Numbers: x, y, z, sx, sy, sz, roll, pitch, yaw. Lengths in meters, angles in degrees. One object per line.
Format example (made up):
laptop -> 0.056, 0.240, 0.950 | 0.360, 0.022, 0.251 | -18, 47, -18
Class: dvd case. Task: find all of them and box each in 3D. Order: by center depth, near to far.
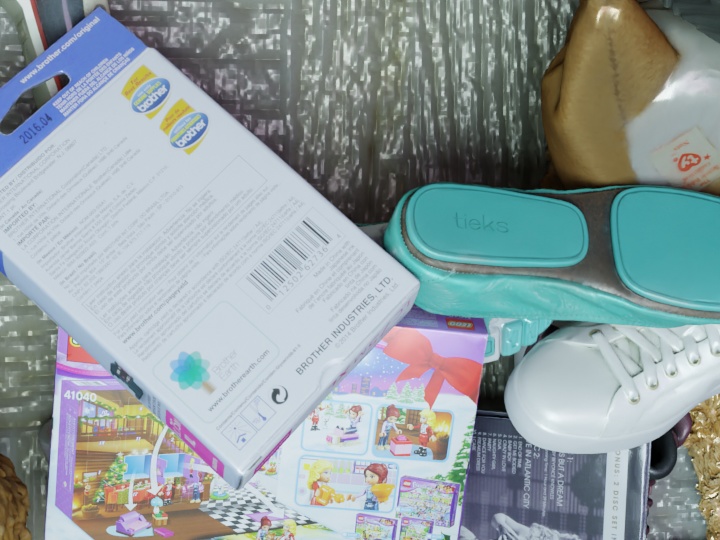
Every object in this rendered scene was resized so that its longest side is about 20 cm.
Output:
dvd case -> 0.049, 0.146, 0.851 | 0.199, 0.016, 0.150 | 4, 98, 17

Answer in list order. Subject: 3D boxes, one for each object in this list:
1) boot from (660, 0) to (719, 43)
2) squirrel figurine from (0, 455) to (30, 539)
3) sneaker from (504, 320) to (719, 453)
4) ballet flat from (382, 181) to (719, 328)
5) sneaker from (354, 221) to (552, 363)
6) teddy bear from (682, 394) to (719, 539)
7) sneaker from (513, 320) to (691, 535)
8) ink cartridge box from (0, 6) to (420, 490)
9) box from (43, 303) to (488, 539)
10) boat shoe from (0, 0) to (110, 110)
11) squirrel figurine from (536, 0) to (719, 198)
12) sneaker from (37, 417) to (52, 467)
boot -> 0.238, -0.140, 0.740 | 0.182, 0.073, 0.200 | 45, 43, 14
squirrel figurine -> -0.242, 0.145, 0.720 | 0.199, 0.142, 0.188 | 19, 99, 6
sneaker -> 0.163, 0.026, 0.800 | 0.199, 0.073, 0.085 | -18, 148, -20
ballet flat -> 0.106, -0.004, 0.758 | 0.199, 0.070, 0.068 | 6, 67, -8
sneaker -> 0.000, 0.000, 0.821 | 0.199, 0.091, 0.078 | 4, 104, -5
teddy bear -> 0.240, 0.153, 0.948 | 0.144, 0.067, 0.201 | 7, 95, -17
sneaker -> 0.135, 0.121, 0.880 | 0.075, 0.115, 0.201 | -14, 102, -20
ink cartridge box -> -0.086, -0.014, 0.720 | 0.200, 0.042, 0.119 | 42, 70, 7
box -> -0.046, 0.078, 0.771 | 0.199, 0.039, 0.138 | 6, 108, -4
boat shoe -> -0.132, -0.105, 0.786 | 0.062, 0.071, 0.201 | -20, 99, -18
squirrel figurine -> 0.141, -0.099, 0.837 | 0.141, 0.187, 0.201 | 7, 129, -12
sneaker -> -0.059, 0.089, 0.832 | 0.199, 0.071, 0.080 | -15, 111, 0
